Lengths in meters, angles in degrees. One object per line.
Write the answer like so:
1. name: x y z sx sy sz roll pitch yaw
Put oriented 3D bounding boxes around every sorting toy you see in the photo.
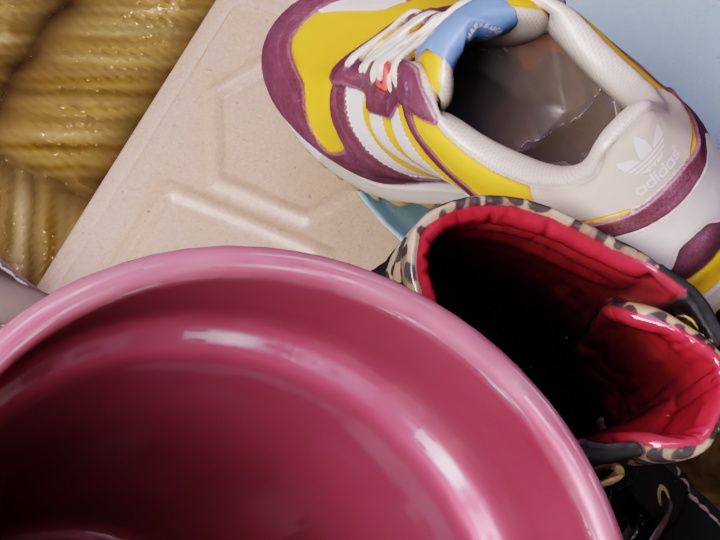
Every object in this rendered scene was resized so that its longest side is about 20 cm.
1. sorting toy: 0.000 0.000 0.991 0.185 0.036 0.200 22 69 16

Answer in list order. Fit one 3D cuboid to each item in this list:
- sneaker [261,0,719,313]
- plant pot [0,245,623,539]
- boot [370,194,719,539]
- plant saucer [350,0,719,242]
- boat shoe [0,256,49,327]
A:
1. sneaker: 0.033 -0.057 0.884 0.200 0.090 0.075 29 71 41
2. plant pot: -0.054 0.111 0.780 0.200 0.179 0.200 7 71 -22
3. boot: 0.067 0.057 0.858 0.200 0.151 0.073 38 68 -3
4. plant saucer: 0.082 -0.082 0.965 0.200 0.027 0.201 -4 76 14
5. boat shoe: -0.079 0.044 0.921 0.200 0.072 0.060 46 108 7
